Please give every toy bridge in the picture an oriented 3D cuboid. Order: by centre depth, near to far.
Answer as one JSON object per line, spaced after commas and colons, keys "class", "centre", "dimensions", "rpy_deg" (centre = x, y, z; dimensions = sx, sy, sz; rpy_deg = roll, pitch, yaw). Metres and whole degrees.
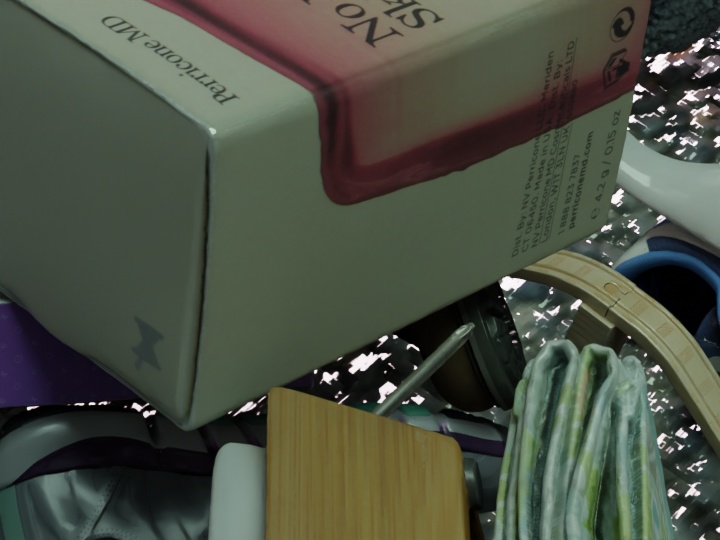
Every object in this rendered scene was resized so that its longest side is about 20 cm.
{"class": "toy bridge", "centre": [0.088, 0.031, 0.945], "dimensions": [0.200, 0.067, 0.027], "rpy_deg": [38, 45, 18]}

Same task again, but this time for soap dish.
{"class": "soap dish", "centre": [0.008, 0.155, 0.716], "dimensions": [0.081, 0.157, 0.200], "rpy_deg": [-9, 43, 7]}

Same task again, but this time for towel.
{"class": "towel", "centre": [0.074, 0.143, 0.735], "dimensions": [0.048, 0.200, 0.171], "rpy_deg": [-6, 43, 11]}

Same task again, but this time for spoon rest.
{"class": "spoon rest", "centre": [0.159, -0.035, 0.969], "dimensions": [0.200, 0.061, 0.099], "rpy_deg": [34, 41, 5]}

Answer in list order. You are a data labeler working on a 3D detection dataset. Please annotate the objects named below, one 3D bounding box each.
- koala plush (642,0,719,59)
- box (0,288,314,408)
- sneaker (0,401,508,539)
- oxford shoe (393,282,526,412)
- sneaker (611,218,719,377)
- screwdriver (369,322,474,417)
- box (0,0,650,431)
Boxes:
{"class": "koala plush", "centre": [0.099, -0.139, 1.072], "dimensions": [0.200, 0.184, 0.177], "rpy_deg": [-41, 100, -31]}
{"class": "box", "centre": [-0.132, 0.014, 0.851], "dimensions": [0.200, 0.039, 0.137], "rpy_deg": [-2, 13, -23]}
{"class": "sneaker", "centre": [-0.034, 0.096, 0.847], "dimensions": [0.200, 0.074, 0.088], "rpy_deg": [1, 69, -18]}
{"class": "oxford shoe", "centre": [0.000, 0.000, 0.911], "dimensions": [0.084, 0.073, 0.200], "rpy_deg": [-31, 37, -5]}
{"class": "sneaker", "centre": [0.175, 0.046, 0.963], "dimensions": [0.082, 0.074, 0.200], "rpy_deg": [-16, 45, -34]}
{"class": "screwdriver", "centre": [-0.037, 0.086, 0.795], "dimensions": [0.200, 0.029, 0.028], "rpy_deg": [-45, 110, -11]}
{"class": "box", "centre": [-0.020, -0.055, 0.801], "dimensions": [0.128, 0.109, 0.200], "rpy_deg": [34, 41, 33]}
